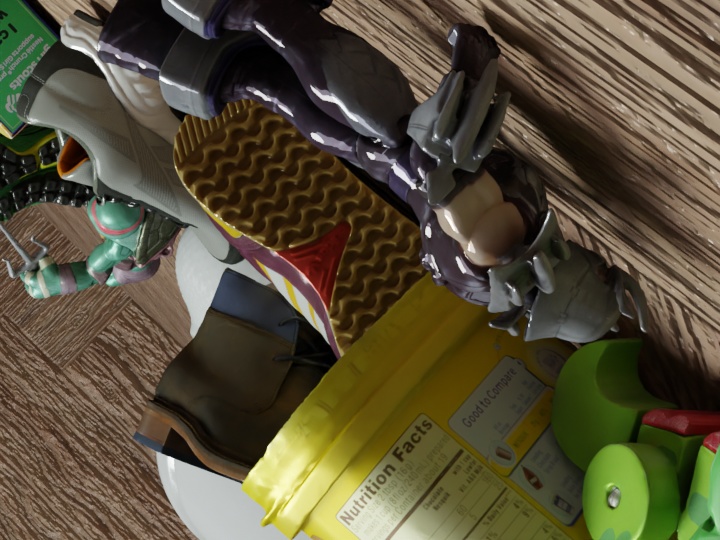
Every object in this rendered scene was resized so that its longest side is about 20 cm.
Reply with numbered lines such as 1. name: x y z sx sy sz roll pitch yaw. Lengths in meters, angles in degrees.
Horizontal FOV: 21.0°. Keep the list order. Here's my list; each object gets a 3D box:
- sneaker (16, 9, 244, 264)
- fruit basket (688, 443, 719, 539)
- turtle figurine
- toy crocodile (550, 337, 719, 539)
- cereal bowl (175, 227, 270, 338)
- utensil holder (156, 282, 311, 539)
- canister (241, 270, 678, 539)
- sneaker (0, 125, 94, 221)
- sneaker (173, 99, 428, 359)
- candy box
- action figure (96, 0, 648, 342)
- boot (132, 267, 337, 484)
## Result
1. sneaker: -0.130 -0.064 1.138 0.074 0.079 0.200 33 168 46
2. fruit basket: 0.174 0.104 0.393 0.214 0.156 0.216 13 -155 -6
3. turtle figurine: -0.164 -0.041 1.282 0.100 0.150 0.200 26 179 4
4. toy crocodile: 0.133 0.081 0.640 0.067 0.062 0.200 4 -164 -29
5. cereal bowl: -0.052 0.044 1.285 0.200 0.083 0.200 44 172 8
6. utensil holder: 0.009 0.116 0.996 0.170 0.170 0.200 50 173 -36
7. canister: 0.073 0.099 0.736 0.200 0.087 0.149 41 -144 6
8. sneaker: -0.264 -0.075 1.413 0.085 0.199 0.078 38 130 56
9. sneaker: 0.000 0.000 0.877 0.200 0.075 0.090 50 -179 6
10. candy box: -0.291 -0.189 1.308 0.200 0.077 0.169 46 172 -20
11. action figure: 0.010 -0.045 0.596 0.200 0.069 0.130 39 164 9
12. boot: -0.032 0.054 0.889 0.075 0.097 0.200 25 172 -37
